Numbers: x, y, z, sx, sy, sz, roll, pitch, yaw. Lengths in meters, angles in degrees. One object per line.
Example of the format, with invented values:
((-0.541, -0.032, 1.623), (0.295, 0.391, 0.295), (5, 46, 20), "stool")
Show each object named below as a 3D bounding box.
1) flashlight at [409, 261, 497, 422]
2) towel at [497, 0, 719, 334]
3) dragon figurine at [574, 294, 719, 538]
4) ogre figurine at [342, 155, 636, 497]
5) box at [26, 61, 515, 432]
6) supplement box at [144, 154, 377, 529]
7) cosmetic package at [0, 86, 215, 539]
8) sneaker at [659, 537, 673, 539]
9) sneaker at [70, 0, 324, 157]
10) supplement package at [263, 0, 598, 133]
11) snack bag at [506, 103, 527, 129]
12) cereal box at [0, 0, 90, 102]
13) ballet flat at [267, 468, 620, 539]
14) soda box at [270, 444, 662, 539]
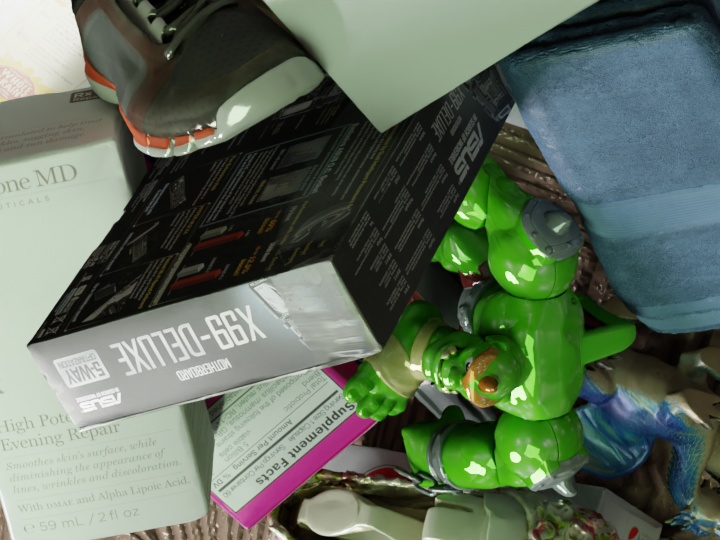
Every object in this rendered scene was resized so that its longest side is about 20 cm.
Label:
((0.000, 0.000, 1.435), (0.068, 0.068, 0.200), (-22, 119, 42), "flashlight")
((0.141, -0.050, 1.293), (0.111, 0.049, 0.200), (-9, 138, 24), "towel")
((0.124, 0.063, 1.437), (0.199, 0.059, 0.100), (27, 140, -1), "dragon figurine")
((0.057, 0.022, 1.358), (0.120, 0.098, 0.201), (22, 105, 45), "ogre figurine")
((-0.034, -0.024, 1.251), (0.157, 0.200, 0.050), (-16, 117, 30), "box")
((-0.089, 0.016, 1.453), (0.103, 0.101, 0.200), (-39, 110, 18), "supplement box")
((-0.136, 0.022, 1.360), (0.101, 0.074, 0.201), (-11, 117, 5), "cosmetic package")
((0.103, 0.195, 1.591), (0.090, 0.067, 0.200), (27, 137, 6), "sneaker")
((-0.085, -0.106, 1.251), (0.200, 0.077, 0.082), (25, 142, 61), "sneaker")
((0.014, -0.186, 1.170), (0.156, 0.111, 0.200), (-30, 109, 40), "supplement package")
((0.062, -0.133, 1.293), (0.188, 0.021, 0.200), (20, 140, 10), "snack bag")
((-0.160, -0.152, 1.386), (0.144, 0.040, 0.200), (42, 139, -15), "cereal box")
((0.033, 0.135, 1.446), (0.199, 0.076, 0.064), (0, 157, 36), "ballet flat")
((0.052, 0.139, 1.515), (0.199, 0.068, 0.064), (7, 163, 39), "soda box")
